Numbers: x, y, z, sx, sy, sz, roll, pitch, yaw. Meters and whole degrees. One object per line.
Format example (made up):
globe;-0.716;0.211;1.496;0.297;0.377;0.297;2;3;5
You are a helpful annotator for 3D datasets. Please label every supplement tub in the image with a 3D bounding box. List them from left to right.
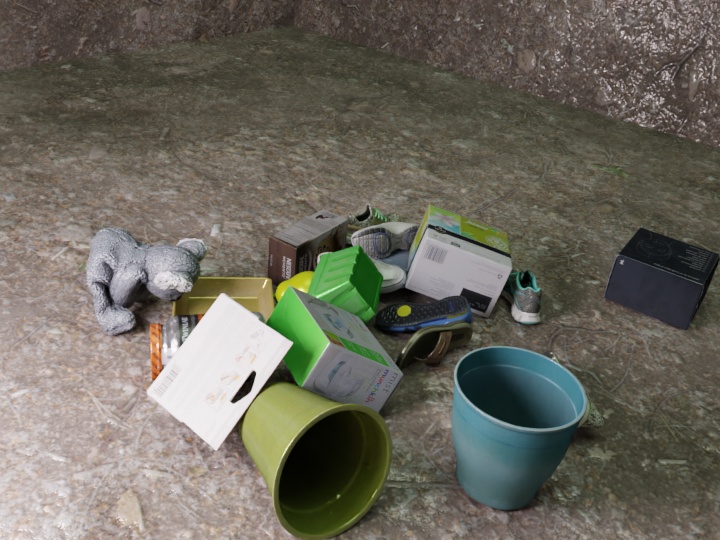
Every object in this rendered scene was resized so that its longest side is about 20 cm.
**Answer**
supplement tub;-0.266;0.137;1.322;0.197;0.124;0.123;-2;30;-16

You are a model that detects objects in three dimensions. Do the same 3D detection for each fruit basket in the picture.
fruit basket;-0.069;0.056;1.537;0.214;0.156;0.216;-35;18;13

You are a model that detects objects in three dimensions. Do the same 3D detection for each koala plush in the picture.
koala plush;-0.394;0.001;1.431;0.197;0.186;0.178;-5;28;11

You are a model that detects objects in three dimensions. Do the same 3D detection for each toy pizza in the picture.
toy pizza;0.061;-0.006;1.748;0.197;0.032;0.201;6;30;-4

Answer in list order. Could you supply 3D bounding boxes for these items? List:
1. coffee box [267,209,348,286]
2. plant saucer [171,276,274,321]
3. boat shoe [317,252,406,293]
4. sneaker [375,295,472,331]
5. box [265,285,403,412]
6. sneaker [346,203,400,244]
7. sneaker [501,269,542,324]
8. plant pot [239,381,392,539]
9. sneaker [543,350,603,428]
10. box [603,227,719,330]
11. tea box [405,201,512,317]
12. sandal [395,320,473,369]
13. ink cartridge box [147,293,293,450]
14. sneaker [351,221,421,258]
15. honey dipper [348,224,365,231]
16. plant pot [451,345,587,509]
coffee box;-0.116;-0.046;1.695;0.079;0.115;0.199;22;33;26
plant saucer;-0.270;0.082;1.497;0.197;0.049;0.201;1;29;-11
boat shoe;0.000;0.000;1.638;0.197;0.066;0.074;3;52;9
sneaker;0.131;0.106;1.547;0.197;0.079;0.067;-8;45;9
box;-0.050;0.140;1.317;0.175;0.097;0.200;26;13;-34
sneaker;0.033;-0.125;1.895;0.076;0.090;0.199;29;35;35
sneaker;0.360;0.032;1.685;0.076;0.092;0.201;1;29;-13
plant pot;-0.087;0.254;1.114;0.198;0.203;0.189;-14;23;-33
sneaker;0.376;0.226;1.377;0.088;0.077;0.201;27;22;-23
box;0.703;0.014;1.763;0.198;0.126;0.196;24;31;26
tea box;0.217;-0.027;1.679;0.197;0.135;0.197;20;28;-4
sandal;0.151;0.146;1.455;0.199;0.080;0.057;-14;49;-34
ink cartridge box;-0.216;0.161;1.197;0.175;0.045;0.201;30;77;30
sneaker;0.056;-0.077;1.785;0.198;0.076;0.087;-6;20;-36
honey dipper;0.014;-0.094;1.825;0.198;0.038;0.038;7;22;-42
plant pot;0.226;0.252;1.160;0.197;0.191;0.201;5;28;-3
